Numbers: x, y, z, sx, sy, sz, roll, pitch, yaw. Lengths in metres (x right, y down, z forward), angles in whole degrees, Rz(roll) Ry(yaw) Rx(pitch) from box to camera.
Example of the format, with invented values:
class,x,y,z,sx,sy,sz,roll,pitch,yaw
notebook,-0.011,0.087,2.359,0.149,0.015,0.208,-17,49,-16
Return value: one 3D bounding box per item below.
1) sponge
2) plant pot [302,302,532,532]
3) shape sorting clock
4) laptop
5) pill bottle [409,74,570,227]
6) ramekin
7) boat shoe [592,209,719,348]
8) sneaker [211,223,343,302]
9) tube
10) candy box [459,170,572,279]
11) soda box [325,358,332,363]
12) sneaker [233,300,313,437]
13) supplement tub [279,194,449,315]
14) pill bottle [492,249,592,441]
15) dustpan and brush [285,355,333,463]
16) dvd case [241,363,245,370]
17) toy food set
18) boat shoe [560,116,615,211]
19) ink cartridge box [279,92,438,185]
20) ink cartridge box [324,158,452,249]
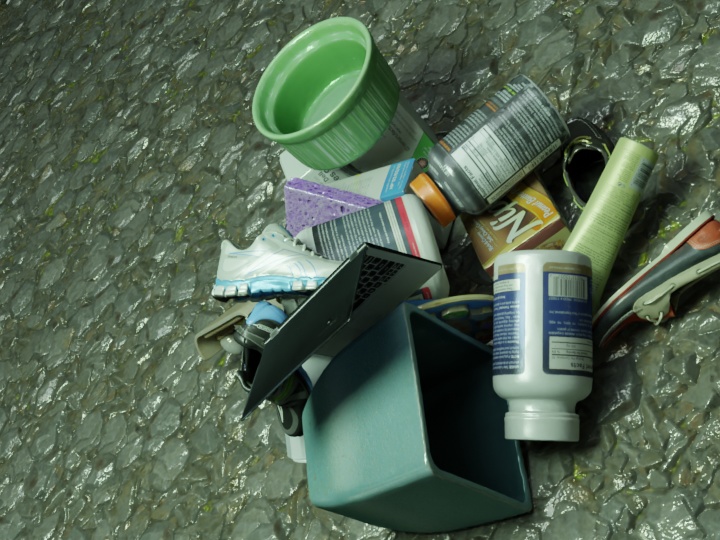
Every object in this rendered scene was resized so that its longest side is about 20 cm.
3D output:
class,x,y,z,sx,sy,sz,roll,pitch,yaw
sponge,-0.009,-0.050,1.575,0.197,0.113,0.030,16,40,16
plant pot,0.045,0.190,1.314,0.199,0.195,0.198,-30,52,30
shape sorting clock,0.082,0.082,1.380,0.198,0.199,0.040,-26,61,24
laptop,-0.017,0.074,1.278,0.187,0.198,0.117,-43,53,31
pill bottle,0.157,-0.144,1.480,0.199,0.106,0.107,-39,39,4
ramekin,-0.042,-0.235,1.604,0.198,0.098,0.202,-22,47,26
boat shoe,0.332,0.022,1.303,0.200,0.071,0.063,-45,77,16
sneaker,-0.079,-0.012,1.354,0.196,0.075,0.088,-2,80,14
tube,0.281,-0.054,1.368,0.058,0.052,0.203,25,92,31
candy box,0.189,-0.081,1.526,0.115,0.055,0.201,-35,40,14
soda box,0.001,0.103,1.540,0.198,0.063,0.071,-14,49,34
sneaker,-0.108,0.126,1.409,0.070,0.202,0.082,27,56,39
supplement tub,0.000,0.000,1.448,0.197,0.141,0.141,-18,43,2
pill bottle,0.200,0.084,1.295,0.110,0.110,0.204,-5,79,40
dustpan and brush,-0.003,0.163,1.479,0.196,0.057,0.142,-7,88,-1
dvd case,-0.108,0.082,1.615,0.143,0.018,0.200,-45,9,3
toy food set,-0.135,0.060,1.632,0.143,0.061,0.199,-38,6,-34
boat shoe,0.288,-0.132,1.474,0.071,0.061,0.203,-30,42,18
ink cartridge box,0.005,-0.159,1.693,0.199,0.146,0.085,-37,41,13
ink cartridge box,0.015,-0.072,1.628,0.198,0.115,0.068,-13,42,35
